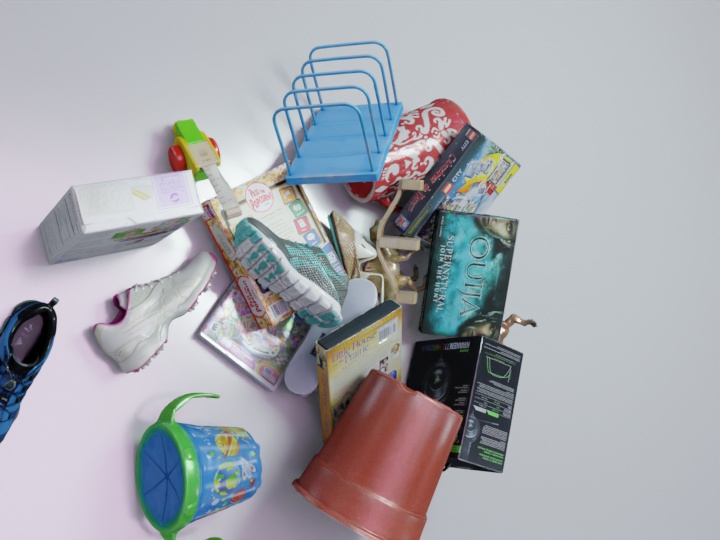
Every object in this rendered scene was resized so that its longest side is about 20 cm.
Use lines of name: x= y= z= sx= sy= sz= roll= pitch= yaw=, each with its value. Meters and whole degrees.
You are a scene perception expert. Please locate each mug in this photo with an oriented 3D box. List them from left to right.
mug: x=0.079 y=-0.171 z=1.248 sx=0.199 sy=0.133 sz=0.179 roll=-22 pitch=92 yaw=-30

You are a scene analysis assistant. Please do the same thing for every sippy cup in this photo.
sippy cup: x=-0.204 y=0.260 z=1.001 sx=0.130 sy=0.140 sz=0.179 roll=1 pitch=120 yaw=-43

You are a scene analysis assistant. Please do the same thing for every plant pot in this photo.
plant pot: x=0.036 y=0.257 z=1.076 sx=0.200 sy=0.201 sz=0.196 roll=31 pitch=82 yaw=-24

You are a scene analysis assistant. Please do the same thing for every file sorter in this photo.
file sorter: x=-0.030 y=-0.234 z=1.119 sx=0.201 sy=0.138 sz=0.123 roll=-71 pitch=155 yaw=-47

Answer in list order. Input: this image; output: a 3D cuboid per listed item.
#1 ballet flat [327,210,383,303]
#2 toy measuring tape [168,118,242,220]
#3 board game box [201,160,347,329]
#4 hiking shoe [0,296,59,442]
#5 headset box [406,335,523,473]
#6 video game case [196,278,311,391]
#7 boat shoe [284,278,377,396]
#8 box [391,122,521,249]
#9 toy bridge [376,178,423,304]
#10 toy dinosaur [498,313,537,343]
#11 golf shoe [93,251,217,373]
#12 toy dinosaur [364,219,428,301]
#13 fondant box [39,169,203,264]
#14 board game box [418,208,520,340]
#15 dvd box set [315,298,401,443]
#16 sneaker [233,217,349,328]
ballet flat: x=0.000 y=0.000 z=1.199 sx=0.065 sy=0.071 sz=0.201 roll=-13 pitch=97 yaw=3
toy measuring tape: x=-0.215 y=-0.131 z=1.064 sx=0.073 sy=0.074 sz=0.201 roll=-14 pitch=58 yaw=-33
board game box: x=-0.124 y=-0.039 z=1.122 sx=0.151 sy=0.046 sz=0.201 roll=-30 pitch=99 yaw=-33
hiking shoe: x=-0.420 y=0.122 z=0.904 sx=0.074 sy=0.087 sz=0.201 roll=26 pitch=69 yaw=-26
headset box: x=0.148 y=0.215 z=1.197 sx=0.092 sy=0.174 sz=0.201 roll=23 pitch=71 yaw=-28
video game case: x=-0.132 y=0.056 z=1.139 sx=0.143 sy=0.018 sz=0.201 roll=41 pitch=63 yaw=-20
boat shoe: x=-0.045 y=0.100 z=1.146 sx=0.073 sy=0.065 sz=0.200 roll=37 pitch=78 yaw=13
box: x=0.158 y=-0.125 z=1.253 sx=0.136 sy=0.038 sz=0.200 roll=24 pitch=107 yaw=-47
toy bridge: x=0.059 y=-0.043 z=1.197 sx=0.027 sy=0.067 sz=0.202 roll=-39 pitch=133 yaw=-73
toy dinosaur: x=0.205 y=0.093 z=1.312 sx=0.135 sy=0.086 sz=0.200 roll=-42 pitch=99 yaw=-23
golf shoe: x=-0.270 y=0.038 z=1.024 sx=0.091 sy=0.075 sz=0.200 roll=43 pitch=61 yaw=-15
toy dinosaur: x=0.055 y=0.015 z=1.255 sx=0.100 sy=0.058 sz=0.202 roll=-7 pitch=94 yaw=-16
fondant box: x=-0.299 y=-0.063 z=0.946 sx=0.144 sy=0.200 sz=0.059 roll=-14 pitch=89 yaw=-34
board game box: x=0.174 y=0.009 z=1.232 sx=0.134 sy=0.028 sz=0.201 roll=6 pitch=101 yaw=-8
dvd box set: x=0.001 y=0.156 z=1.134 sx=0.146 sy=0.029 sz=0.201 roll=-29 pitch=133 yaw=-32
sneaker: x=-0.092 y=-0.010 z=1.078 sx=0.200 sy=0.077 sz=0.091 roll=46 pitch=47 yaw=-21
